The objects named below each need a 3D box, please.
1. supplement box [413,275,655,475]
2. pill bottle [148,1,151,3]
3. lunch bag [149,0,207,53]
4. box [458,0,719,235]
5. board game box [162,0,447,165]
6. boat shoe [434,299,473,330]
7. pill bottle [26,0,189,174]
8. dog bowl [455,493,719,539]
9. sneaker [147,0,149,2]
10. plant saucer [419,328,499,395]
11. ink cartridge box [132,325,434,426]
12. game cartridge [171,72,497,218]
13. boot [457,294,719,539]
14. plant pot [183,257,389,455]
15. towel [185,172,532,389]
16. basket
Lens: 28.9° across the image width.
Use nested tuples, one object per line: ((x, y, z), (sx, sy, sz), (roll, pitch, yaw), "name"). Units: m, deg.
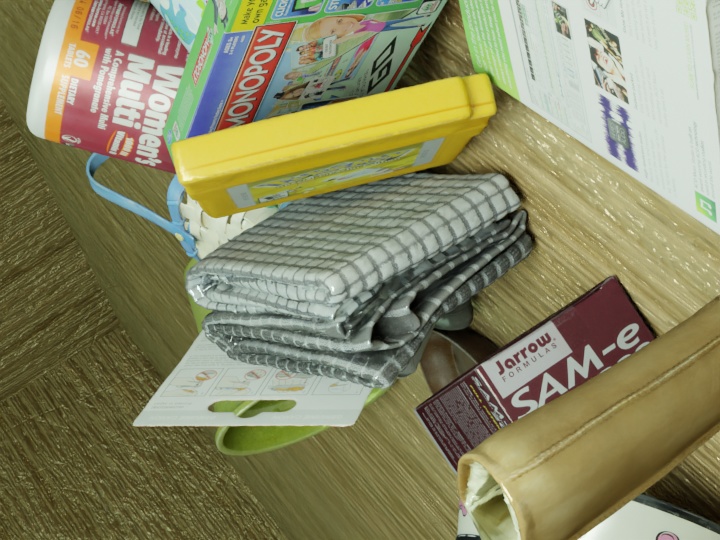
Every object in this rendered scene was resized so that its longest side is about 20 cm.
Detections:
((0.110, 0.075, 0.920), (0.061, 0.109, 0.200), (56, 166, 7), "supplement box")
((-0.158, -0.273, 1.029), (0.200, 0.119, 0.120), (56, 165, 0), "pill bottle")
((-0.075, -0.222, 0.851), (0.170, 0.127, 0.200), (52, 165, 19), "lunch bag")
((0.110, -0.119, 0.659), (0.200, 0.036, 0.145), (41, 159, 42), "box")
((-0.030, -0.129, 0.803), (0.029, 0.134, 0.200), (69, 155, 18), "board game box")
((0.029, 0.014, 1.139), (0.200, 0.067, 0.057), (11, 128, 66), "boat shoe")
((-0.121, -0.121, 0.971), (0.199, 0.110, 0.110), (14, 168, -8), "pill bottle")
((0.150, 0.188, 0.900), (0.199, 0.074, 0.200), (19, 165, 5), "dog bowl")
((-0.157, -0.262, 1.141), (0.200, 0.074, 0.082), (47, 166, 29), "sneaker")
((0.117, 0.124, 1.152), (0.200, 0.034, 0.200), (50, 164, 20), "plant saucer")
((-0.047, 0.070, 0.988), (0.200, 0.162, 0.057), (-64, -34, -54), "ink cartridge box")
((-0.017, -0.070, 0.830), (0.200, 0.176, 0.033), (160, 96, -88), "game cartridge")
((0.135, 0.071, 0.646), (0.066, 0.200, 0.175), (48, 163, 30), "boot")
((-0.087, 0.059, 1.414), (0.201, 0.200, 0.185), (92, 153, -66), "plant pot")
((0.000, 0.000, 0.934), (0.200, 0.165, 0.086), (5, 121, 53), "towel")
((-0.095, -0.089, 1.123), (0.200, 0.176, 0.139), (29, 156, 22), "basket")
